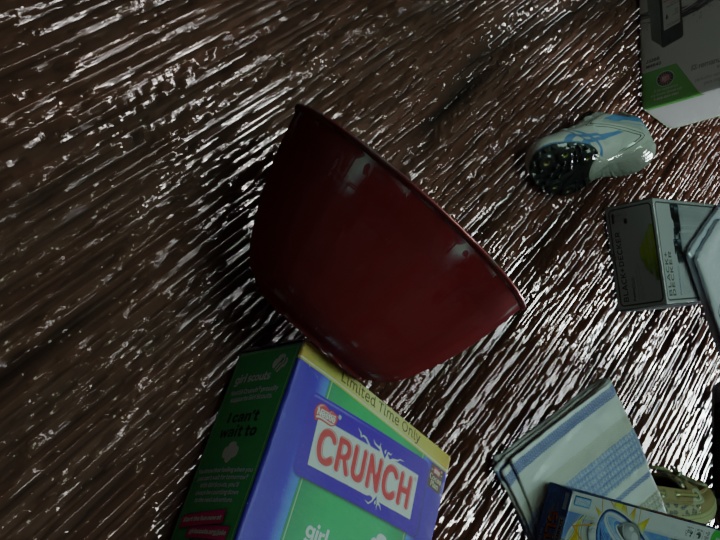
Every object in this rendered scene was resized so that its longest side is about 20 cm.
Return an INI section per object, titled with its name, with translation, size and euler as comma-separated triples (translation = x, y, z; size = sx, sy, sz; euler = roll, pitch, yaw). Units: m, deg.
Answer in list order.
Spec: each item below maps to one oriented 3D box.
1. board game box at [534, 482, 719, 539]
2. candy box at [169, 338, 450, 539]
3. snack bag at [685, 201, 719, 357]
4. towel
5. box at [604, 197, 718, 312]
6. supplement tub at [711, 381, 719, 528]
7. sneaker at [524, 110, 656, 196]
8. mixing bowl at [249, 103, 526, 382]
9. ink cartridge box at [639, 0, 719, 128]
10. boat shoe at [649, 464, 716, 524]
[board game box]
translation = 0.235, 0.278, 0.871
size = 0.197, 0.034, 0.138
euler = 19, 84, -26
[candy box]
translation = -0.033, 0.175, 0.626
size = 0.169, 0.076, 0.203
euler = 40, 53, -35
[snack bag]
translation = 0.446, 0.018, 1.152
size = 0.200, 0.021, 0.191
euler = -41, 112, -45
[towel]
translation = 0.209, 0.217, 0.888
size = 0.146, 0.024, 0.203
euler = -32, 105, -21
[box]
translation = 0.358, -0.016, 1.120
size = 0.198, 0.059, 0.119
euler = 1, 81, -48
[supplement tub]
translation = 0.479, 0.236, 1.158
size = 0.121, 0.121, 0.204
euler = 25, 64, -42
[sneaker]
translation = 0.228, -0.127, 1.003
size = 0.198, 0.072, 0.073
euler = -12, 57, -43
[mixing bowl]
translation = 0.000, 0.000, 0.642
size = 0.109, 0.200, 0.200
euler = -49, 125, -1
[ink cartridge box]
translation = 0.419, -0.295, 1.184
size = 0.083, 0.144, 0.205
euler = 16, 70, -43
[boat shoe]
translation = 0.305, 0.231, 0.999
size = 0.198, 0.072, 0.064
euler = 1, 83, -48
